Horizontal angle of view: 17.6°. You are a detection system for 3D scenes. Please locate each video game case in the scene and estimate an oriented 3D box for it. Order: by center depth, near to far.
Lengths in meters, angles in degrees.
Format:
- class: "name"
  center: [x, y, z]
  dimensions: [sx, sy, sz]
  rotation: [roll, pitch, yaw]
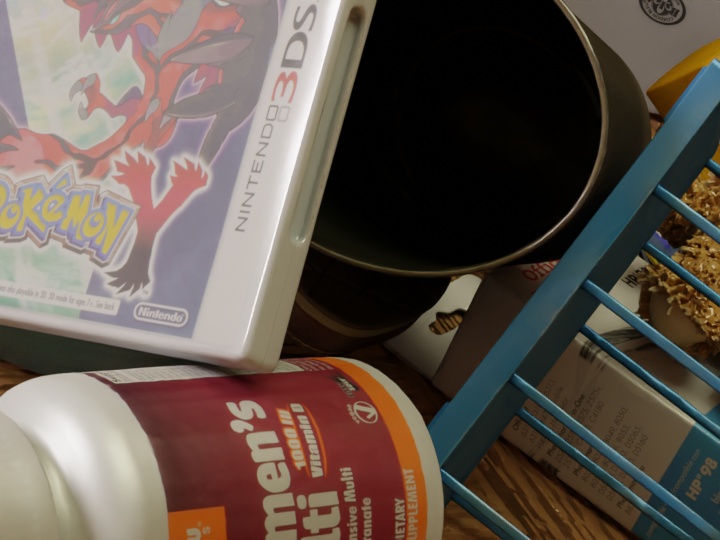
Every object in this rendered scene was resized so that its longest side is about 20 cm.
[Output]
- class: "video game case"
  center: [-0.087, -0.063, 0.887]
  dimensions: [0.199, 0.183, 0.023]
  rotation: [8, -12, 39]

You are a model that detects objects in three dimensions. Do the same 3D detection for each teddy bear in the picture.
- class: "teddy bear"
  center: [0.194, 0.003, 1.105]
  dimensions: [0.145, 0.067, 0.200]
  rotation: [41, 28, 21]

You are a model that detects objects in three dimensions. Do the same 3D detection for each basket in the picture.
- class: "basket"
  center: [0.048, -0.064, 0.993]
  dimensions: [0.180, 0.137, 0.200]
  rotation: [24, 6, 21]

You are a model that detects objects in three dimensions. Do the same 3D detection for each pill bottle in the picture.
- class: "pill bottle"
  center: [-0.075, 0.089, 0.831]
  dimensions: [0.199, 0.110, 0.110]
  rotation: [-2, 39, -42]

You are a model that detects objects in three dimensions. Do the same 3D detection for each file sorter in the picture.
- class: "file sorter"
  center: [0.127, 0.042, 0.949]
  dimensions: [0.122, 0.200, 0.139]
  rotation: [37, -4, 9]

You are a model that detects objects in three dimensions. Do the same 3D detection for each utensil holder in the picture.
- class: "utensil holder"
  center: [0.214, -0.208, 1.518]
  dimensions: [0.169, 0.171, 0.200]
  rotation: [28, 31, 3]

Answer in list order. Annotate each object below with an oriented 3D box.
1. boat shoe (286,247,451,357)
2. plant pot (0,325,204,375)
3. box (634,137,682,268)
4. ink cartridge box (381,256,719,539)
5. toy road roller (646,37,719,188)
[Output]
- class: "boat shoe"
  center: [0.000, 0.000, 1.085]
  dimensions: [0.072, 0.068, 0.200]
  rotation: [38, 24, -2]
- class: "plant pot"
  center: [-0.113, -0.062, 1.026]
  dimensions: [0.199, 0.135, 0.201]
  rotation: [20, 29, -11]
- class: "box"
  center: [0.103, -0.061, 1.196]
  dimensions: [0.201, 0.064, 0.070]
  rotation: [57, 39, 1]
- class: "ink cartridge box"
  center: [0.117, 0.046, 1.109]
  dimensions: [0.200, 0.067, 0.116]
  rotation: [36, 30, 17]
- class: "toy road roller"
  center: [0.211, -0.053, 1.289]
  dimensions: [0.123, 0.146, 0.200]
  rotation: [53, -16, -5]
